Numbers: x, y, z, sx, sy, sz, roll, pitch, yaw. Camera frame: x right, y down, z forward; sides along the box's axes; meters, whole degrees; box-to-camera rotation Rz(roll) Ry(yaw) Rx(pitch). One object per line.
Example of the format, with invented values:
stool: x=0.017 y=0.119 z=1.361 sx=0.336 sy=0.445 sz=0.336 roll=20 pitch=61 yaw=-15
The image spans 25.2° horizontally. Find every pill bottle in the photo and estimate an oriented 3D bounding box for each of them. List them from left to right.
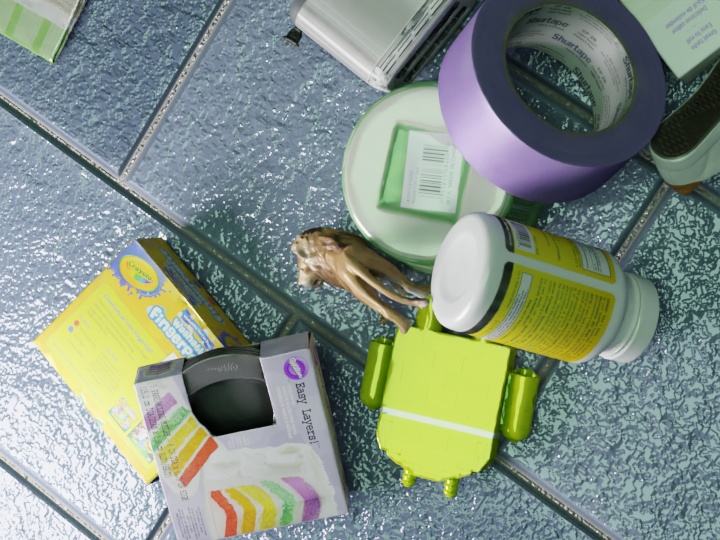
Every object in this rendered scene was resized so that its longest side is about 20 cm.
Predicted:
pill bottle: x=0.176 y=0.023 z=1.510 sx=0.199 sy=0.112 sz=0.113 roll=16 pitch=96 yaw=-23

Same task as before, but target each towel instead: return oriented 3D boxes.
towel: x=-0.348 y=-0.348 z=1.774 sx=0.149 sy=0.031 sz=0.201 roll=32 pitch=102 yaw=18

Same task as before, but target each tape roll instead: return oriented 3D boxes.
tape roll: x=0.179 y=-0.171 z=1.508 sx=0.199 sy=0.085 sz=0.201 roll=8 pitch=65 yaw=-17

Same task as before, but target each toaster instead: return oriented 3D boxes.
toaster: x=0.024 y=-0.267 z=1.603 sx=0.129 sy=0.114 sz=0.200 roll=42 pitch=100 yaw=11

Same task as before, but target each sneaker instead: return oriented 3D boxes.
sneaker: x=0.358 y=-0.151 z=1.526 sx=0.200 sy=0.085 sz=0.073 roll=-38 pitch=50 yaw=-4

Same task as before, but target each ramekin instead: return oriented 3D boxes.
ramekin: x=0.078 y=-0.094 z=1.592 sx=0.199 sy=0.098 sz=0.201 roll=0 pitch=90 yaw=18

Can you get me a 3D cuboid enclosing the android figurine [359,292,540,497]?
android figurine: x=0.086 y=0.126 z=1.619 sx=0.181 sy=0.041 sz=0.201 roll=10 pitch=92 yaw=18

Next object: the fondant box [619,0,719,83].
fondant box: x=0.307 y=-0.302 z=1.539 sx=0.144 sy=0.058 sz=0.200 roll=-37 pitch=80 yaw=14

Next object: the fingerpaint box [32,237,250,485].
fingerpaint box: x=-0.217 y=0.093 z=1.701 sx=0.167 sy=0.073 sz=0.200 roll=-44 pitch=80 yaw=14

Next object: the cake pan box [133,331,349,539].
cake pan box: x=-0.118 y=0.168 z=1.626 sx=0.183 sy=0.052 sz=0.201 roll=-11 pitch=110 yaw=1

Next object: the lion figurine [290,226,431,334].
lion figurine: x=0.000 y=0.000 z=1.586 sx=0.122 sy=0.200 sz=0.073 roll=39 pitch=78 yaw=-9
